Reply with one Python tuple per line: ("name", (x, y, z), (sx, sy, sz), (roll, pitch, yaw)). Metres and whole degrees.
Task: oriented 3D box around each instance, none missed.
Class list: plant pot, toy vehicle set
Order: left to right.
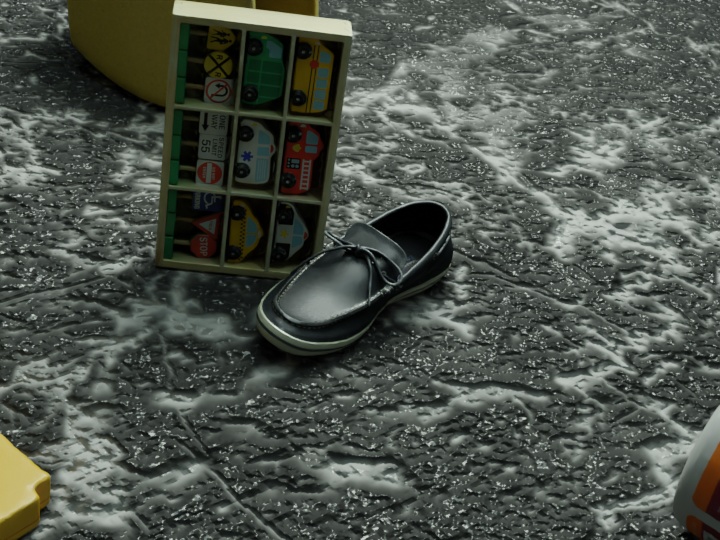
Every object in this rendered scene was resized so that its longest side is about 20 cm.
("plant pot", (-0.157, -0.265, 1.231), (0.197, 0.198, 0.195), (10, 33, 12))
("toy vehicle set", (-0.079, -0.088, 0.970), (0.122, 0.202, 0.027), (5, 33, -7))

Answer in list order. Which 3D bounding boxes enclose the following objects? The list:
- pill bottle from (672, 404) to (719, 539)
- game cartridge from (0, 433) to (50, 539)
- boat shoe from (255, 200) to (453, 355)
("pill bottle", (0.294, 0.154, 0.798), (0.199, 0.111, 0.109), (32, 39, 29))
("game cartridge", (-0.299, 0.117, 0.765), (0.199, 0.033, 0.176), (33, 39, 26))
("boat shoe", (0.000, 0.000, 0.986), (0.074, 0.063, 0.199), (38, 42, 24))
